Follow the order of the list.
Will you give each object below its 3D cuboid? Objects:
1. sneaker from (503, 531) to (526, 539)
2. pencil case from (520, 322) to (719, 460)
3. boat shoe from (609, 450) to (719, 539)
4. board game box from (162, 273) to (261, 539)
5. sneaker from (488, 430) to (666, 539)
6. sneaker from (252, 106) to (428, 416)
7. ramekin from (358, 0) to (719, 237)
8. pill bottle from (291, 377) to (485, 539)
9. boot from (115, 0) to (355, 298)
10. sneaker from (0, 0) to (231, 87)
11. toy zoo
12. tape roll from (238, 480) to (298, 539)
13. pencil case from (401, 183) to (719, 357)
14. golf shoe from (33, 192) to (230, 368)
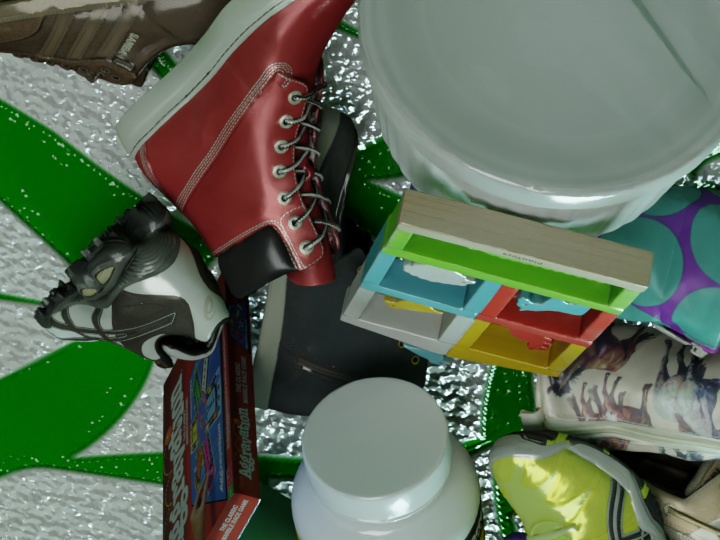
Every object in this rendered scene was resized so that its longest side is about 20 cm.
[{"bbox_3d":[0.140,0.224,1.275,0.080,0.084,0.200,1,149,35],"label":"sneaker"},{"bbox_3d":[0.195,0.077,1.191,0.198,0.090,0.078,6,121,13],"label":"pencil case"},{"bbox_3d":[0.211,0.138,1.232,0.198,0.072,0.066,14,122,15],"label":"boat shoe"},{"bbox_3d":[-0.090,0.099,1.223,0.019,0.201,0.103,17,123,-18],"label":"board game box"},{"bbox_3d":[0.140,0.174,1.193,0.075,0.077,0.200,-23,114,47],"label":"sneaker"},{"bbox_3d":[0.000,0.000,1.225,0.105,0.075,0.202,11,122,-2],"label":"sneaker"},{"bbox_3d":[0.095,-0.106,1.067,0.201,0.204,0.094,20,155,4],"label":"ramekin"},{"bbox_3d":[0.019,0.158,1.236,0.111,0.113,0.201,5,141,13],"label":"pill bottle"},{"bbox_3d":[-0.029,-0.076,1.113,0.200,0.072,0.145,-42,80,35],"label":"boot"},{"bbox_3d":[-0.155,-0.135,1.188,0.198,0.071,0.076,-5,117,19],"label":"sneaker"},{"bbox_3d":[0.064,0.015,1.104,0.130,0.021,0.200,14,160,-5],"label":"toy zoo"},{"bbox_3d":[-0.102,0.224,1.288,0.048,0.201,0.201,30,121,-4],"label":"tape roll"},{"bbox_3d":[0.124,-0.011,1.166,0.198,0.085,0.093,10,89,11],"label":"pencil case"},{"bbox_3d":[-0.131,0.025,1.213,0.094,0.078,0.200,44,163,-5],"label":"golf shoe"}]
